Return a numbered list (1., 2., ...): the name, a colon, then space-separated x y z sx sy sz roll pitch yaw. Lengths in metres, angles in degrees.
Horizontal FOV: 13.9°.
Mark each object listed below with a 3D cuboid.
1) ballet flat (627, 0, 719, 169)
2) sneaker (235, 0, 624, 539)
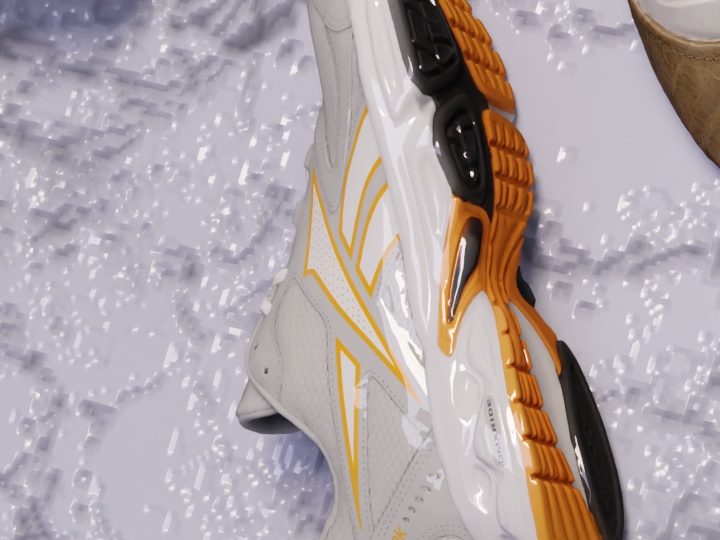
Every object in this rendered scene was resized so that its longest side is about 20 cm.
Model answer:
1. ballet flat: 0.092 -0.122 0.786 0.067 0.072 0.202 -10 73 23
2. sneaker: 0.000 0.000 0.798 0.092 0.076 0.201 -21 68 22
